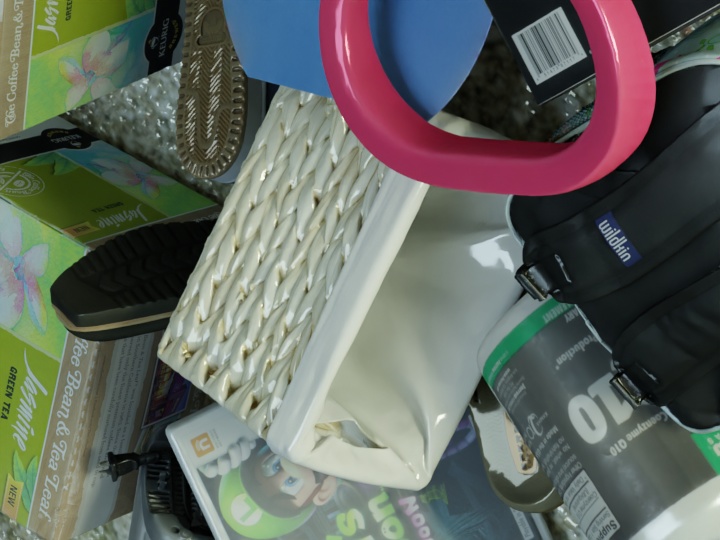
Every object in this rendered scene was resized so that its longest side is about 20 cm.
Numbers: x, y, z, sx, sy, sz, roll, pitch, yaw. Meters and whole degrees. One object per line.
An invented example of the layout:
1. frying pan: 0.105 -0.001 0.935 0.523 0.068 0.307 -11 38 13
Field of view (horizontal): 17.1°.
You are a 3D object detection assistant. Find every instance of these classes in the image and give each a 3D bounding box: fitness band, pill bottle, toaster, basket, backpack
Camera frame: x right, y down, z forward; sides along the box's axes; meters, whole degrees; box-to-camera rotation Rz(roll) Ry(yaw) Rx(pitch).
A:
1. fitness band: 0.054 -0.107 1.122 0.200 0.037 0.144 8 119 46
2. pill bottle: 0.157 0.097 1.256 0.200 0.113 0.113 57 138 19
3. toaster: -0.070 0.171 1.482 0.129 0.199 0.114 107 162 -44
4. basket: 0.000 0.000 1.299 0.123 0.135 0.201 30 96 36
5. backpack: 0.192 -0.037 1.149 0.178 0.150 0.200 50 144 0

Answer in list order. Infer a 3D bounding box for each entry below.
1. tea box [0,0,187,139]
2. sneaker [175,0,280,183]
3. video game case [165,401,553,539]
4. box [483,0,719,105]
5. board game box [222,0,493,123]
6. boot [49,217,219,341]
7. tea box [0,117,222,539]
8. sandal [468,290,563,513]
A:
1. tea box: -0.210 -0.198 1.394 0.200 0.197 0.134 30 129 27
2. sneaker: -0.042 -0.143 1.375 0.070 0.108 0.201 5 85 43
3. video game case: 0.008 0.143 1.406 0.201 0.181 0.023 65 171 -7
4. box: 0.170 -0.165 1.108 0.200 0.141 0.079 -27 89 46
5. board game box: 0.009 -0.166 1.233 0.200 0.039 0.159 18 104 41
6. boot: -0.083 0.041 1.409 0.077 0.199 0.139 46 142 45
7. tea box: -0.202 0.030 1.523 0.196 0.133 0.201 27 117 27
8. sandal: 0.072 0.045 1.360 0.080 0.054 0.201 -12 93 38
